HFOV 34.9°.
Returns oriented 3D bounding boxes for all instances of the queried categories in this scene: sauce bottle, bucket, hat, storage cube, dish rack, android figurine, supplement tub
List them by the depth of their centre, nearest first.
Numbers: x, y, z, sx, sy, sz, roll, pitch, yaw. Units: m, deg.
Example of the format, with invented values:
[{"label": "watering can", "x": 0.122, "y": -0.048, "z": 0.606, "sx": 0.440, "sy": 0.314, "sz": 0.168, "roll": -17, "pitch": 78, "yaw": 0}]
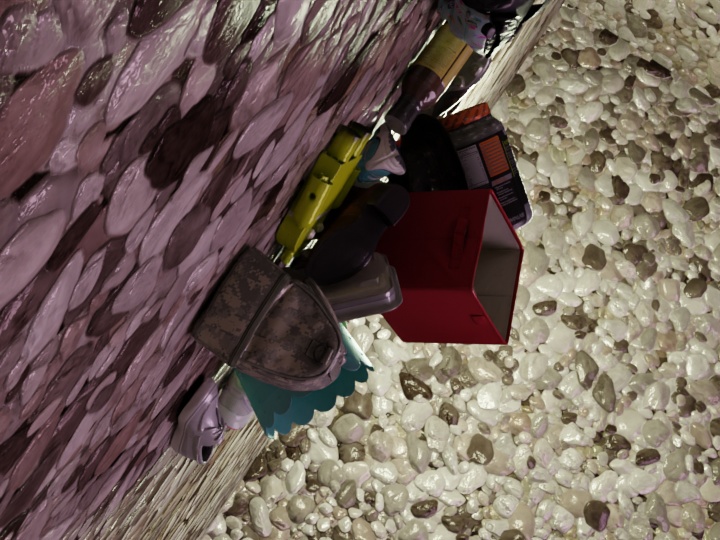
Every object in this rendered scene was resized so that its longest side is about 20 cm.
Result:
[{"label": "android figurine", "x": -0.051, "y": -0.099, "z": 1.503, "sx": 0.202, "sy": 0.041, "sz": 0.182, "roll": -60, "pitch": 175, "yaw": 15}, {"label": "dish rack", "x": -0.046, "y": 0.024, "z": 1.573, "sx": 0.172, "sy": 0.196, "sz": 0.044, "roll": -100, "pitch": 178, "yaw": -69}, {"label": "sauce bottle", "x": 0.102, "y": -0.288, "z": 1.695, "sx": 0.201, "sy": 0.064, "sz": 0.065, "roll": -54, "pitch": 175, "yaw": -22}, {"label": "storage cube", "x": 0.128, "y": -0.001, "z": 1.718, "sx": 0.200, "sy": 0.177, "sz": 0.173, "roll": 52, "pitch": 45, "yaw": -51}, {"label": "bucket", "x": -0.093, "y": 0.144, "z": 1.737, "sx": 0.205, "sy": 0.136, "sz": 0.208, "roll": -30, "pitch": 166, "yaw": -9}, {"label": "hat", "x": 0.093, "y": -0.137, "z": 1.791, "sx": 0.080, "sy": 0.202, "sz": 0.201, "roll": -24, "pitch": 160, "yaw": -26}, {"label": "supplement tub", "x": 0.190, "y": -0.156, "z": 1.822, "sx": 0.121, "sy": 0.203, "sz": 0.123, "roll": -19, "pitch": -173, "yaw": 3}]

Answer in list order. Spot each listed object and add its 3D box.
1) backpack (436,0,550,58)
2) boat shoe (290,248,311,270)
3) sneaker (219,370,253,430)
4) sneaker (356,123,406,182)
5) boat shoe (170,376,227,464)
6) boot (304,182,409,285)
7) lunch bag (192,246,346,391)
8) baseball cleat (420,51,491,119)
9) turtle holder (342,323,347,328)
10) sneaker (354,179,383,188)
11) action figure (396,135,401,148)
[{"label": "backpack", "x": 0.179, "y": -0.375, "z": 1.523, "sx": 0.167, "sy": 0.127, "sz": 0.200, "roll": -44, "pitch": 174, "yaw": -9}, {"label": "boat shoe", "x": -0.094, "y": 0.036, "z": 1.771, "sx": 0.075, "sy": 0.074, "sz": 0.203, "roll": -48, "pitch": 173, "yaw": -23}, {"label": "sneaker", "x": -0.167, "y": 0.179, "z": 1.898, "sx": 0.089, "sy": 0.081, "sz": 0.200, "roll": -57, "pitch": 177, "yaw": 34}, {"label": "sneaker", "x": 0.020, "y": -0.169, "z": 1.696, "sx": 0.079, "sy": 0.079, "sz": 0.200, "roll": -23, "pitch": -174, "yaw": 6}, {"label": "boat shoe", "x": -0.226, "y": 0.224, "z": 1.651, "sx": 0.072, "sy": 0.068, "sz": 0.201, "roll": -52, "pitch": 174, "yaw": -42}, {"label": "boot", "x": -0.040, "y": -0.057, "z": 1.610, "sx": 0.189, "sy": 0.068, "sz": 0.199, "roll": -52, "pitch": -158, "yaw": -14}, {"label": "lunch bag", "x": -0.096, "y": 0.076, "z": 1.398, "sx": 0.140, "sy": 0.167, "sz": 0.200, "roll": -55, "pitch": 176, "yaw": -8}, {"label": "baseball cleat", "x": 0.146, "y": -0.298, "z": 1.833, "sx": 0.199, "sy": 0.071, "sz": 0.106, "roll": -35, "pitch": 168, "yaw": 36}, {"label": "turtle holder", "x": -0.009, "y": 0.005, "z": 1.826, "sx": 0.139, "sy": 0.133, "sz": 0.186, "roll": -26, "pitch": 169, "yaw": 4}, {"label": "sneaker", "x": 0.016, "y": -0.108, "z": 1.859, "sx": 0.075, "sy": 0.087, "sz": 0.200, "roll": -56, "pitch": 175, "yaw": 26}, {"label": "action figure", "x": 0.105, "y": -0.228, "z": 1.964, "sx": 0.201, "sy": 0.098, "sz": 0.065, "roll": -57, "pitch": 175, "yaw": 30}]
